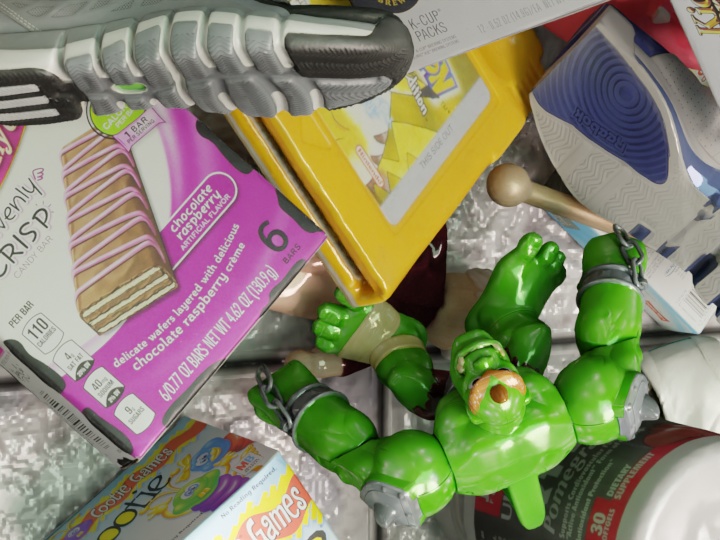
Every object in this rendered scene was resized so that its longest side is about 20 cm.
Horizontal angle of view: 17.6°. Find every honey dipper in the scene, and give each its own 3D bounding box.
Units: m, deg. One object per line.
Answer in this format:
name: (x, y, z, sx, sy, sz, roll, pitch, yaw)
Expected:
honey dipper: (0.150, -0.019, 1.216, 0.200, 0.038, 0.038, 18, 87, -25)

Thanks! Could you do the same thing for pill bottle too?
pill bottle: (0.121, 0.123, 1.159, 0.111, 0.200, 0.111, -4, 97, -30)

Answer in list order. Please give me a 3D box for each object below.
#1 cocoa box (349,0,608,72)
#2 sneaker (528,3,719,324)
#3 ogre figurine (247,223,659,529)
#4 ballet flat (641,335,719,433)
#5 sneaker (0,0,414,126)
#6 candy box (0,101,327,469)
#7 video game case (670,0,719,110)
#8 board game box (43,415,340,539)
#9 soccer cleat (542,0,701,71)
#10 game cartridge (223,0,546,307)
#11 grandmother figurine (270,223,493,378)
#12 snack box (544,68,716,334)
cocoa box: (0.067, -0.207, 1.083, 0.131, 0.133, 0.200, 59, 35, -20)
sneaker: (0.181, -0.056, 1.194, 0.199, 0.081, 0.115, 47, 40, -4)
ogre figurine: (0.058, 0.054, 1.106, 0.200, 0.120, 0.098, -7, 130, -18)
ballet flat: (0.171, 0.136, 1.275, 0.069, 0.069, 0.201, -1, 92, -30)
sneaker: (-0.077, -0.128, 0.984, 0.199, 0.075, 0.116, -2, 70, 5)
candy box: (-0.134, -0.028, 1.038, 0.200, 0.061, 0.136, 41, 74, -4)
video game case: (0.192, -0.169, 1.103, 0.181, 0.045, 0.200, 58, 36, -41)
board game box: (-0.048, 0.185, 1.125, 0.105, 0.103, 0.200, -41, 114, -20)
soccer cleat: (0.165, -0.143, 1.207, 0.200, 0.067, 0.077, 16, 53, -14)
game cartridge: (0.007, -0.110, 1.118, 0.176, 0.032, 0.200, 56, 47, -20)
grandmother figurine: (0.000, 0.000, 1.162, 0.200, 0.061, 0.121, 22, 107, -33)
snack box: (0.194, -0.080, 1.271, 0.116, 0.037, 0.200, 43, 75, -26)
